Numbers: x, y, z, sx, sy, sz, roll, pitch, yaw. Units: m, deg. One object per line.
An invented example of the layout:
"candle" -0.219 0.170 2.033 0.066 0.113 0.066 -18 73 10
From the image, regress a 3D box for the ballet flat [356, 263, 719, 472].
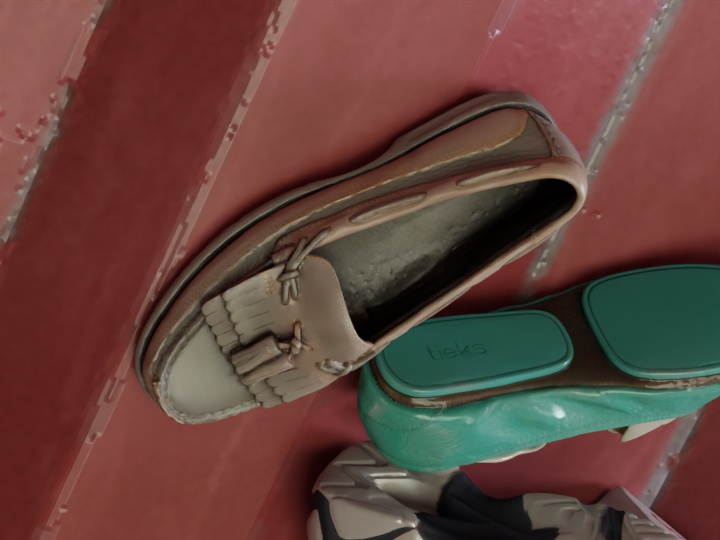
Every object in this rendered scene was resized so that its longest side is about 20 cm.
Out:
"ballet flat" 0.091 0.044 1.146 0.199 0.068 0.071 -9 143 -16

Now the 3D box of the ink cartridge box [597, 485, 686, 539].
"ink cartridge box" 0.165 0.200 1.165 0.084 0.200 0.145 -47 121 4

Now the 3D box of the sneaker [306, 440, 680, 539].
"sneaker" 0.064 0.163 1.131 0.198 0.080 0.130 17 122 18

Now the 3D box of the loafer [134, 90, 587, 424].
"loafer" 0.000 0.000 1.082 0.199 0.063 0.072 -34 121 -1
